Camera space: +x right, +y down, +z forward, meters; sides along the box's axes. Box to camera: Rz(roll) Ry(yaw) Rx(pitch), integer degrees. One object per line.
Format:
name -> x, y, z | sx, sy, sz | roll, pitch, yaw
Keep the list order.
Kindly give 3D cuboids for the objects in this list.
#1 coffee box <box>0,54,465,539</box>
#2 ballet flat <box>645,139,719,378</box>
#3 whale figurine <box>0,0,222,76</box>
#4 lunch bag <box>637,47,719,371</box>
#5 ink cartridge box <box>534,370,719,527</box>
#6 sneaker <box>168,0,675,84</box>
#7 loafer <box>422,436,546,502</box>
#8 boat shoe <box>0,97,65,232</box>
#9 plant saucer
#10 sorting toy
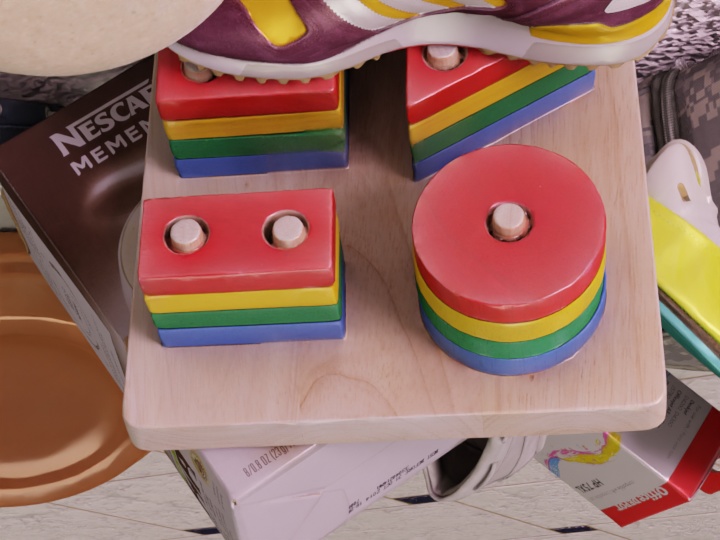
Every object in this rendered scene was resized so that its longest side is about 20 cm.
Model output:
coffee box -> -0.055, 0.010, 0.722 | 0.114, 0.200, 0.080 | -33, 150, -14
ballet flat -> 0.101, -0.037, 0.715 | 0.067, 0.200, 0.067 | -49, 152, 2
whale figurine -> -0.074, -0.149, 0.489 | 0.158, 0.104, 0.200 | 12, 134, -36
lunch bag -> 0.175, -0.014, 0.817 | 0.167, 0.141, 0.199 | -22, 159, 37
ink cartridge box -> 0.170, 0.105, 1.176 | 0.199, 0.067, 0.116 | 38, 158, -1
sneaker -> 0.014, -0.121, 0.611 | 0.198, 0.076, 0.090 | -3, 147, 4
loafer -> 0.049, 0.037, 0.762 | 0.070, 0.070, 0.201 | 33, 153, 30
boat shoe -> -0.196, -0.062, 0.785 | 0.198, 0.062, 0.075 | 7, 159, -34
plant saucer -> -0.179, 0.062, 0.887 | 0.198, 0.038, 0.201 | -8, 138, -7
sorting toy -> 0.010, -0.041, 0.656 | 0.197, 0.202, 0.070 | -3, 146, 5
